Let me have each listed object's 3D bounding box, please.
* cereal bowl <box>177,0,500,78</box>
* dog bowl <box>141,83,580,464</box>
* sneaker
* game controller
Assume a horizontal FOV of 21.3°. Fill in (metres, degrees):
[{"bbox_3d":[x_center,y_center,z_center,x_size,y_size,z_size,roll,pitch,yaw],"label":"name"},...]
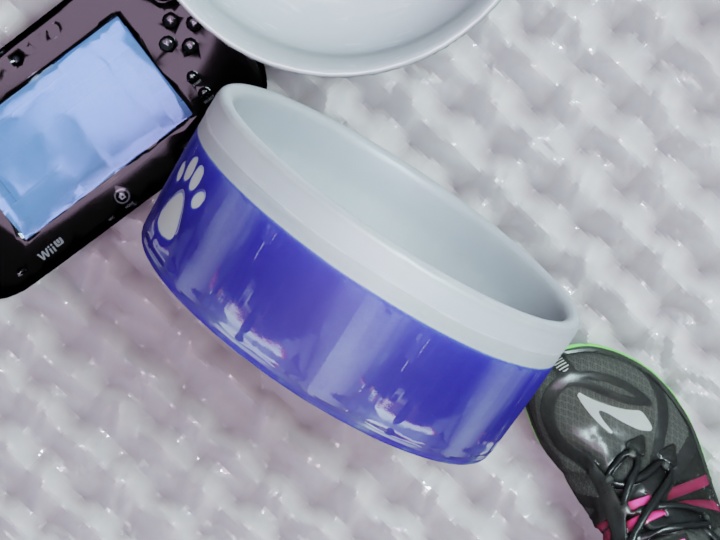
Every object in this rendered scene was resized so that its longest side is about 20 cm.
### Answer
[{"bbox_3d":[-0.007,-0.194,0.920,0.198,0.083,0.202,1,99,4],"label":"cereal bowl"},{"bbox_3d":[0.000,0.000,0.894,0.199,0.200,0.079,33,102,-2],"label":"dog bowl"},{"bbox_3d":[0.150,0.123,0.964,0.076,0.084,0.201,-32,97,8],"label":"sneaker"},{"bbox_3d":[-0.146,-0.073,0.971,0.199,0.042,0.105,-36,96,9],"label":"game controller"}]
